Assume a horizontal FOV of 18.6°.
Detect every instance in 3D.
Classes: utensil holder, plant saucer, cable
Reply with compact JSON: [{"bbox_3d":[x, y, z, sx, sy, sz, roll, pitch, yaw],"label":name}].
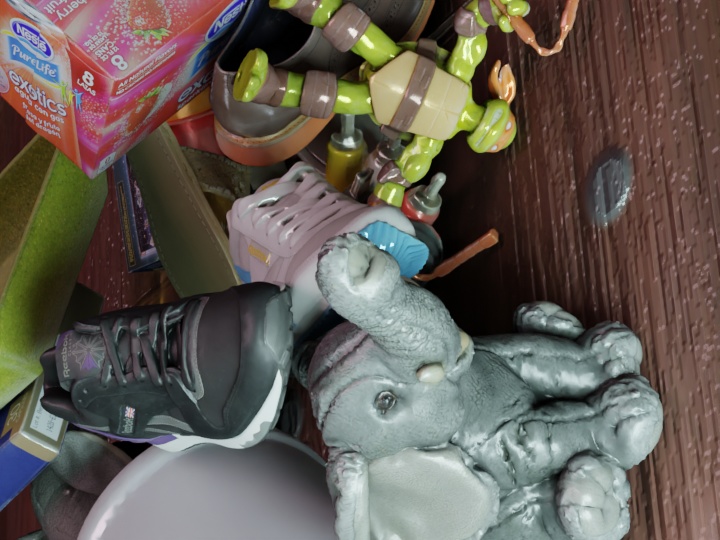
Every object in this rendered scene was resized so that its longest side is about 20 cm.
[{"bbox_3d":[-0.038,0.190,1.128,0.200,0.169,0.171,31,106,57],"label":"utensil holder"},{"bbox_3d":[-0.219,0.022,1.302,0.200,0.048,0.201,-38,29,45],"label":"plant saucer"},{"bbox_3d":[0.000,0.000,1.270,0.097,0.050,0.200,39,141,16],"label":"cable"}]

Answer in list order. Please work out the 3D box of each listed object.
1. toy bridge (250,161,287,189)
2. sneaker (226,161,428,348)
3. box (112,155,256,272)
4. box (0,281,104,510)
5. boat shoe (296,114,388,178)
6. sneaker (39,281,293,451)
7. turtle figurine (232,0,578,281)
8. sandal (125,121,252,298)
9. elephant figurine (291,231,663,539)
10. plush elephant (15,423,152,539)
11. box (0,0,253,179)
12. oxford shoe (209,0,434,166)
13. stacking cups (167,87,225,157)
[{"bbox_3d":[-0.062,-0.074,1.379,0.067,0.027,0.201,75,175,-64],"label":"toy bridge"},{"bbox_3d":[-0.026,-0.010,1.101,0.081,0.076,0.200,60,164,-2],"label":"sneaker"},{"bbox_3d":[-0.127,-0.109,1.482,0.136,0.038,0.201,-18,79,58],"label":"box"},{"bbox_3d":[-0.225,0.104,1.322,0.200,0.032,0.122,-45,25,41],"label":"box"},{"bbox_3d":[-0.021,-0.108,1.345,0.063,0.072,0.200,69,175,-47],"label":"boat shoe"},{"bbox_3d":[-0.101,0.051,1.075,0.200,0.087,0.076,150,125,-60],"label":"sneaker"},{"bbox_3d":[0.025,-0.106,1.162,0.201,0.161,0.064,-62,14,19],"label":"turtle figurine"},{"bbox_3d":[-0.096,-0.056,1.313,0.078,0.070,0.212,-18,105,57],"label":"sandal"},{"bbox_3d":[0.026,0.062,1.020,0.141,0.199,0.156,27,103,60],"label":"elephant figurine"},{"bbox_3d":[-0.139,0.124,1.342,0.165,0.154,0.201,-54,36,36],"label":"plush elephant"},{"bbox_3d":[-0.111,-0.159,1.241,0.095,0.200,0.100,41,147,10],"label":"box"},{"bbox_3d":[-0.014,-0.148,1.232,0.071,0.073,0.200,20,57,25],"label":"oxford shoe"},{"bbox_3d":[-0.128,-0.152,1.357,0.060,0.060,0.201,14,119,62],"label":"stacking cups"}]
